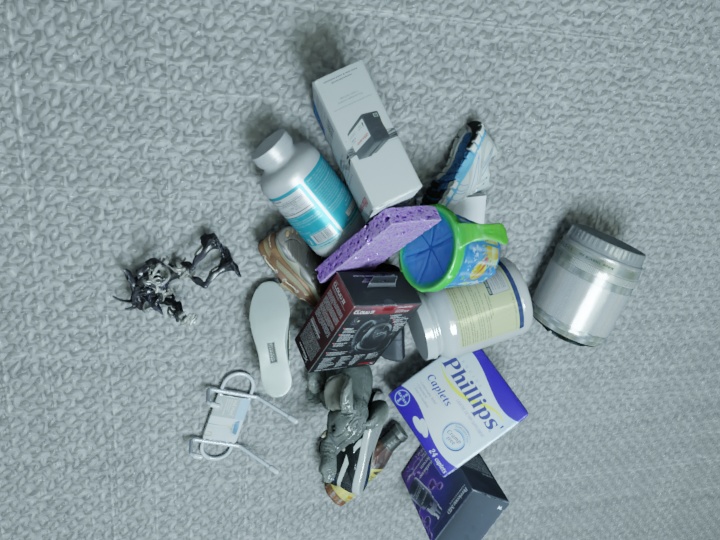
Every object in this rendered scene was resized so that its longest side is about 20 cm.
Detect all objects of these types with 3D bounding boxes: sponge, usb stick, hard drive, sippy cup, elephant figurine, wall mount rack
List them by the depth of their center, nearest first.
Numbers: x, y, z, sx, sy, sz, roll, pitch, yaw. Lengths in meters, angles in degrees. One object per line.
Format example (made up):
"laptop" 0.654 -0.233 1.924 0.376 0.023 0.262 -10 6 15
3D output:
"sponge" 0.024 -0.040 0.977 0.111 0.030 0.200 -10 160 -42
"sippy cup" 0.153 -0.031 1.004 0.129 0.177 0.142 5 107 -36
"elephant figurine" -0.019 0.253 1.119 0.139 0.200 0.157 -2 113 -15
"hard drive" 0.162 -0.040 1.144 0.130 0.025 0.203 -6 114 -14
"usb stick" 0.056 0.082 1.146 0.033 0.055 0.203 -39 134 -46
"wall mount rack" -0.220 0.296 1.149 0.172 0.075 0.202 15 108 -22

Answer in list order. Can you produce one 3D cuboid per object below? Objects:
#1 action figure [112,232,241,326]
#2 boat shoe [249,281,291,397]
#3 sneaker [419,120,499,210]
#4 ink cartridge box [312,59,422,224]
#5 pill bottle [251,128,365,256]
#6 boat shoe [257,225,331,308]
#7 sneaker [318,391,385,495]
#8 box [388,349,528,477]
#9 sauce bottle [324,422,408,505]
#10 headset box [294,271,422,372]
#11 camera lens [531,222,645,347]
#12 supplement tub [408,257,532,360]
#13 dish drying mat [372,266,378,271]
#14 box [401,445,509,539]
"action figure" -0.300 0.022 0.994 0.198 0.102 0.120 -31 129 -3
"boat shoe" -0.159 0.120 1.093 0.070 0.064 0.203 -3 91 -9
"sneaker" 0.178 -0.149 1.061 0.086 0.075 0.201 32 90 -29
"ink cartridge box" 0.006 -0.185 0.925 0.083 0.145 0.202 -25 88 -5
"pill bottle" -0.084 -0.126 0.986 0.110 0.111 0.200 -38 118 3
"boat shoe" -0.107 0.005 1.067 0.071 0.076 0.201 -13 130 23
"sneaker" -0.024 0.330 1.225 0.110 0.073 0.203 12 81 22
"box" 0.186 0.256 1.181 0.199 0.105 0.185 -36 73 1
"sauce bottle" 0.014 0.396 1.267 0.200 0.066 0.066 -44 117 7
"headset box" -0.002 0.081 1.048 0.147 0.078 0.201 -1 138 -37
"camera lens" 0.429 0.031 1.178 0.158 0.160 0.202 15 108 -22
"supplement tub" 0.190 0.071 1.105 0.197 0.145 0.147 -17 117 -8
"dish drying mat" 0.000 0.000 1.105 0.076 0.018 0.203 -3 116 -44
"box" 0.188 0.446 1.263 0.103 0.200 0.149 26 104 -25
